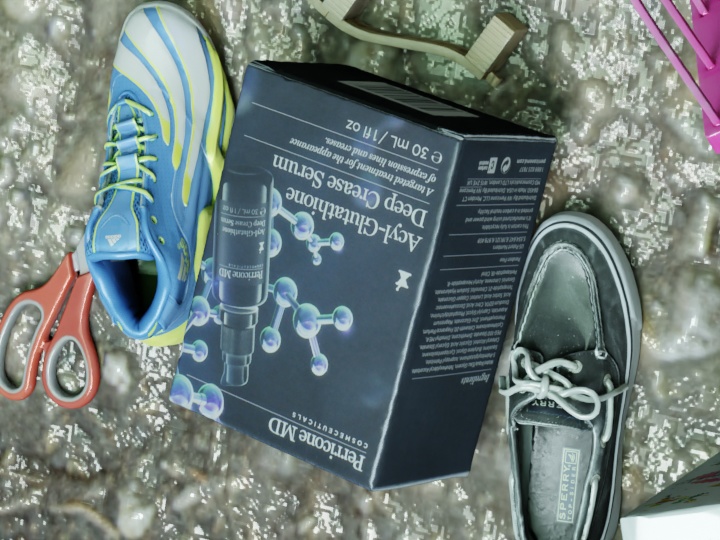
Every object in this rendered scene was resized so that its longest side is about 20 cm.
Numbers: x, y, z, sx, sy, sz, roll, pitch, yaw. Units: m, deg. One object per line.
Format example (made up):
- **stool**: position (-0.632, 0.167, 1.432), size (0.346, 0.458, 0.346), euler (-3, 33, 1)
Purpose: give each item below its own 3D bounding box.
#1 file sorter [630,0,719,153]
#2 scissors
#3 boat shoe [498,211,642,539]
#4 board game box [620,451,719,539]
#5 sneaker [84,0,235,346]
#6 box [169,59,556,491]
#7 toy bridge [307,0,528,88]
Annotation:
- **file sorter**: position (0.203, -0.189, 1.330), size (0.138, 0.201, 0.126), euler (-24, 126, 21)
- **scissors**: position (-0.171, -0.010, 1.612), size (0.073, 0.014, 0.201), euler (21, 104, 18)
- **boat shoe**: position (0.110, 0.069, 1.483), size (0.073, 0.068, 0.201), euler (9, 99, 20)
- **board game box**: position (0.202, 0.175, 1.389), size (0.064, 0.200, 0.149), euler (-8, 93, 22)
- **sneaker**: position (-0.116, -0.051, 1.534), size (0.075, 0.105, 0.202), euler (-2, 99, 12)
- **box**: position (0.000, 0.000, 1.483), size (0.148, 0.107, 0.201), euler (20, 103, 31)
- **toy bridge**: position (0.004, -0.169, 1.519), size (0.200, 0.027, 0.067), euler (42, 111, 12)
